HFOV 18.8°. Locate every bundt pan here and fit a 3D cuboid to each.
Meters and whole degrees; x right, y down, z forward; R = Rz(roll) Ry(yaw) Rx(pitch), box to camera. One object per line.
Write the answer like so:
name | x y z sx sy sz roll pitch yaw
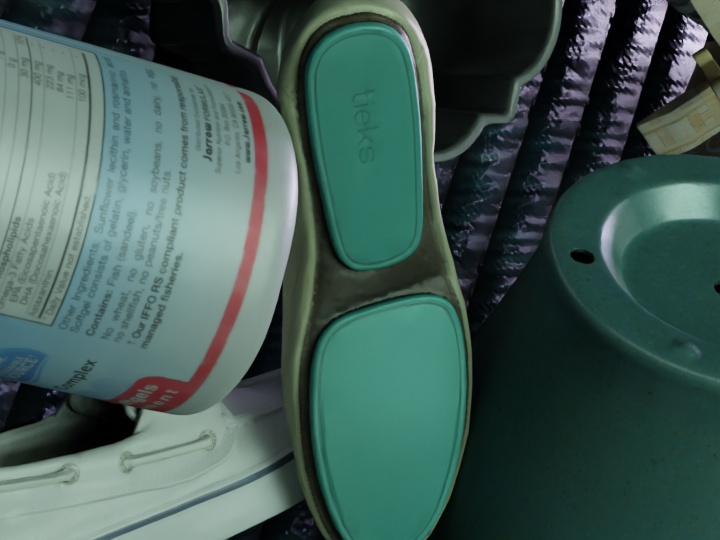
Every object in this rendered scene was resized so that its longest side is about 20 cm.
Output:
bundt pan | -0.012 -0.137 0.821 0.201 0.075 0.204 2 87 -42

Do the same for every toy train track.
toy train track | 0.192 -0.050 0.910 0.200 0.114 0.033 48 14 -38

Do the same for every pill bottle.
pill bottle | -0.128 -0.026 0.674 0.199 0.109 0.110 14 79 -25

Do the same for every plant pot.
plant pot | 0.113 0.070 0.798 0.200 0.200 0.189 -29 142 -39

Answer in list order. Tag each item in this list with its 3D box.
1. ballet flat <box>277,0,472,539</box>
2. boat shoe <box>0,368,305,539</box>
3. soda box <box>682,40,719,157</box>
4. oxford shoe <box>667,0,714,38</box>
ballet flat | 0.000 0.000 0.751 0.069 0.069 0.202 -16 113 -41
boat shoe | -0.076 0.062 0.757 0.199 0.073 0.066 -24 109 -41
soda box | 0.165 -0.011 0.984 0.064 0.067 0.201 41 62 -33
oxford shoe | 0.147 -0.128 0.904 0.058 0.075 0.200 -42 128 3
